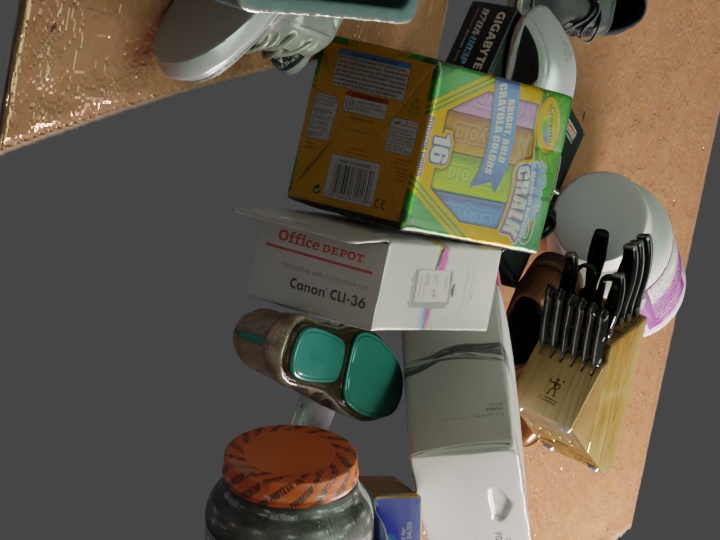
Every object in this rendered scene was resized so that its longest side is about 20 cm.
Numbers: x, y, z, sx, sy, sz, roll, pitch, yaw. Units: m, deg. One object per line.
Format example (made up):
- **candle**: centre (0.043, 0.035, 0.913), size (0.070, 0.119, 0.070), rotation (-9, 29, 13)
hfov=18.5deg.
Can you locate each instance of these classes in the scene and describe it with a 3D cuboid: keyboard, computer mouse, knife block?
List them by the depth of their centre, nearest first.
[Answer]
- **keyboard**: centre (-0.015, 0.059, 1.710), size (0.201, 0.011, 0.056), rotation (-68, 156, -12)
- **computer mouse**: centre (0.140, -0.110, 1.771), size (0.110, 0.044, 0.201), rotation (-11, 112, -58)
- **knife block**: centre (0.200, 0.061, 1.862), size (0.176, 0.064, 0.200), rotation (-60, 154, -10)

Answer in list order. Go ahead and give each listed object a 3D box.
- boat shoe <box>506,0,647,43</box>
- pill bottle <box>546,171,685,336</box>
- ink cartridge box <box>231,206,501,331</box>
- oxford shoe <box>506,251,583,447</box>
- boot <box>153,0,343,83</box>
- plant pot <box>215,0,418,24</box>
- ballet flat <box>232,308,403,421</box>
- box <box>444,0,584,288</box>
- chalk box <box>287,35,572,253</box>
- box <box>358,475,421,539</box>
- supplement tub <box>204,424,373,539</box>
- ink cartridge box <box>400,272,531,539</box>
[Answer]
- **boat shoe**: centre (0.184, -0.232, 1.872), size (0.200, 0.062, 0.075), rotation (-5, 109, -58)
- **pill bottle**: centre (0.225, -0.016, 1.962), size (0.200, 0.112, 0.113), rotation (52, 58, -67)
- **ink cartridge box**: centre (0.000, 0.000, 1.589), size (0.200, 0.116, 0.068), rotation (4, 98, -56)
- **oxford shoe**: centre (0.138, 0.080, 1.913), size (0.071, 0.071, 0.201), rotation (-44, 149, -46)
- **boot**: centre (-0.059, -0.163, 1.457), size (0.200, 0.073, 0.096), rotation (-54, 138, -36)
- **plant pot**: centre (-0.083, -0.255, 1.243), size (0.196, 0.199, 0.197), rotation (-7, 109, -60)
- **ballet flat**: centre (-0.033, 0.063, 1.617), size (0.200, 0.067, 0.068), rotation (35, 70, -61)
- **box**: centre (0.110, -0.100, 1.817), size (0.159, 0.046, 0.200), rotation (-65, 149, -18)
- **chalk box**: centre (0.067, -0.088, 1.621), size (0.200, 0.124, 0.124), rotation (8, 96, -47)
- **box**: centre (0.020, 0.224, 1.683), size (0.200, 0.041, 0.120), rotation (-179, -91, -82)
- **supplement tub**: centre (-0.053, 0.222, 1.600), size (0.122, 0.122, 0.201), rotation (-29, 128, -53)
- **ink cartridge box**: centre (0.080, 0.101, 1.719), size (0.147, 0.082, 0.201), rotation (77, 8, -48)
